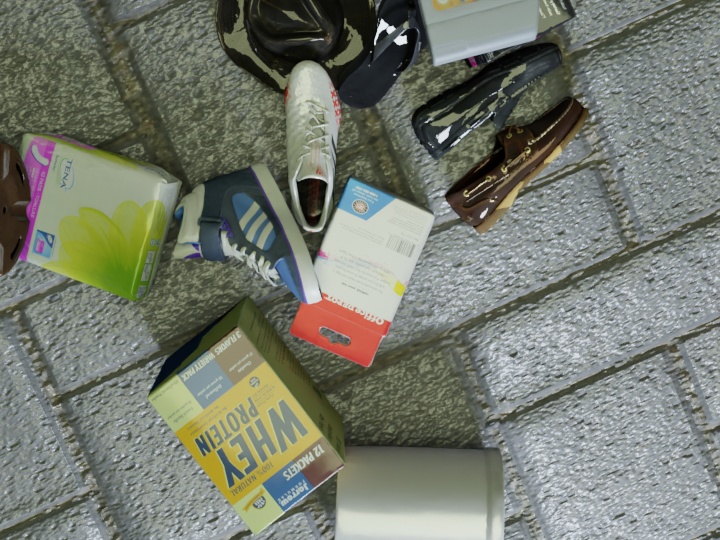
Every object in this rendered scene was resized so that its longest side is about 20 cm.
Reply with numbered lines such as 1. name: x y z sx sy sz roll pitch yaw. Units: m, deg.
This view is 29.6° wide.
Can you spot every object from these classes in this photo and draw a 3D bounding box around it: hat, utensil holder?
1. hat: -0.075 -0.300 1.598 0.197 0.081 0.204 0 97 -3
2. utensil holder: 0.068 0.296 1.645 0.196 0.170 0.173 3 98 1

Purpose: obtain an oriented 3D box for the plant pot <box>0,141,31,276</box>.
1. plant pot: -0.492 -0.075 1.537 0.195 0.200 0.204 4 98 11

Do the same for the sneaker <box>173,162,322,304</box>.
1. sneaker: -0.141 -0.022 1.593 0.145 0.081 0.202 -25 65 -4

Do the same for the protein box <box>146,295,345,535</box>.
1. protein box: -0.129 0.164 1.601 0.134 0.199 0.201 -37 98 4

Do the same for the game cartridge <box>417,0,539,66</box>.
1. game cartridge: 0.116 -0.329 1.422 0.131 0.042 0.203 -14 95 5

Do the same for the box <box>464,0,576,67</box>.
1. box: 0.155 -0.317 1.543 0.114 0.200 0.134 -27 97 1

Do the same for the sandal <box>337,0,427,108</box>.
1. sandal: 0.040 -0.255 1.574 0.075 0.043 0.201 12 136 -22

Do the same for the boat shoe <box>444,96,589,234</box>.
1. boat shoe: 0.186 -0.137 1.633 0.070 0.070 0.200 42 95 -11

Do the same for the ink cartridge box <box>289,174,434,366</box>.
1. ink cartridge box: 0.000 0.000 1.649 0.115 0.067 0.202 23 97 -4

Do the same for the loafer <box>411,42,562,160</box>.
1. loafer: 0.156 -0.204 1.629 0.199 0.068 0.071 -30 106 8

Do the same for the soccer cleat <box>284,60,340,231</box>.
1. soccer cleat: -0.056 -0.143 1.604 0.067 0.085 0.203 0 109 -3

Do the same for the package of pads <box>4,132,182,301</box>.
1. package of pads: -0.322 -0.070 1.611 0.197 0.068 0.157 19 98 11
